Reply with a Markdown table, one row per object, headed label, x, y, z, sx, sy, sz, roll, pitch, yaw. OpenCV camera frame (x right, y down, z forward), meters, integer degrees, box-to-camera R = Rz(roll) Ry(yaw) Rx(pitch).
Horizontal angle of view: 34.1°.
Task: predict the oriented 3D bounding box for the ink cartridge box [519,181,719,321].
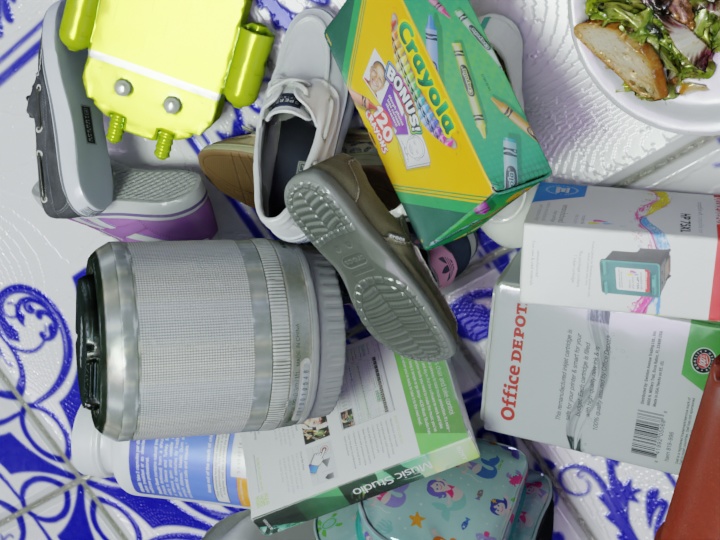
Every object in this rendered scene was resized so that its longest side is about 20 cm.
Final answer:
| label | x | y | z | sx | sy | sz | roll | pitch | yaw |
| --- | --- | --- | --- | --- | --- | --- | --- | --- | --- |
| ink cartridge box | 0.228 | -0.015 | 0.897 | 0.200 | 0.116 | 0.067 | 5 | 111 | 13 |

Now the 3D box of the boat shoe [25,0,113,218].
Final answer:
| label | x | y | z | sx | sy | sz | roll | pitch | yaw |
| --- | --- | --- | --- | --- | --- | --- | --- | --- | --- |
| boat shoe | -0.268 | -0.141 | 1.054 | 0.066 | 0.070 | 0.200 | -13 | 84 | 25 |

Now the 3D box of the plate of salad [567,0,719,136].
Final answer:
| label | x | y | z | sx | sy | sz | roll | pitch | yaw |
| --- | --- | --- | --- | --- | --- | --- | --- | --- | --- |
| plate of salad | 0.248 | -0.192 | 0.856 | 0.200 | 0.048 | 0.200 | 9 | 115 | 20 |

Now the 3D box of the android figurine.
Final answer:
| label | x | y | z | sx | sy | sz | roll | pitch | yaw |
| --- | --- | --- | --- | --- | --- | --- | --- | --- | --- |
| android figurine | -0.169 | -0.196 | 1.013 | 0.182 | 0.041 | 0.200 | 21 | 110 | 0 |

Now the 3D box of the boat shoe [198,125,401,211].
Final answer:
| label | x | y | z | sx | sy | sz | roll | pitch | yaw |
| --- | --- | --- | --- | --- | --- | --- | --- | --- | --- |
| boat shoe | -0.046 | -0.093 | 1.026 | 0.200 | 0.063 | 0.073 | 8 | 142 | 22 |

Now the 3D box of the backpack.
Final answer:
| label | x | y | z | sx | sy | sz | roll | pitch | yaw |
| --- | --- | --- | --- | --- | --- | --- | --- | --- | --- |
| backpack | 0.058 | 0.233 | 1.048 | 0.200 | 0.178 | 0.151 | 10 | 133 | 22 |

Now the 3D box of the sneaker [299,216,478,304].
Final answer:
| label | x | y | z | sx | sy | sz | roll | pitch | yaw |
| --- | --- | --- | --- | --- | --- | --- | --- | --- | --- |
| sneaker | 0.000 | 0.000 | 1.027 | 0.200 | 0.082 | 0.070 | -16 | 109 | 29 |

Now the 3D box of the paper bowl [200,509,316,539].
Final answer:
| label | x | y | z | sx | sy | sz | roll | pitch | yaw |
| --- | --- | --- | --- | --- | --- | --- | --- | --- | --- |
| paper bowl | -0.066 | 0.305 | 1.125 | 0.200 | 0.201 | 0.104 | 24 | 121 | 11 |

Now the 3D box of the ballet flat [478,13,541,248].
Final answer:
| label | x | y | z | sx | sy | sz | roll | pitch | yaw |
| --- | --- | --- | --- | --- | --- | --- | --- | --- | --- |
| ballet flat | 0.105 | -0.103 | 0.946 | 0.069 | 0.069 | 0.200 | 2 | 114 | 22 |

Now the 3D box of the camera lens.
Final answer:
| label | x | y | z | sx | sy | sz | roll | pitch | yaw |
| --- | --- | --- | --- | --- | --- | --- | --- | --- | --- |
| camera lens | -0.128 | 0.054 | 0.962 | 0.200 | 0.160 | 0.160 | -2 | 118 | -18 |

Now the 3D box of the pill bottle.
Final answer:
| label | x | y | z | sx | sy | sz | roll | pitch | yaw |
| --- | --- | --- | --- | --- | --- | --- | --- | --- | --- |
| pill bottle | -0.174 | 0.169 | 1.149 | 0.200 | 0.112 | 0.112 | 5 | 115 | 13 |

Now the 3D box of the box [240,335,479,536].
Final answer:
| label | x | y | z | sx | sy | sz | roll | pitch | yaw |
| --- | --- | --- | --- | --- | --- | --- | --- | --- | --- |
| box | -0.008 | 0.132 | 1.024 | 0.200 | 0.144 | 0.036 | -22 | 136 | 9 |

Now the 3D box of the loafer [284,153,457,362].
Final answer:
| label | x | y | z | sx | sy | sz | roll | pitch | yaw |
| --- | --- | --- | --- | --- | --- | --- | --- | --- | --- |
| loafer | 0.022 | -0.012 | 0.927 | 0.075 | 0.070 | 0.200 | -11 | 122 | 42 |

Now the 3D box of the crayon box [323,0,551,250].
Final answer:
| label | x | y | z | sx | sy | sz | roll | pitch | yaw |
| --- | --- | --- | --- | --- | --- | --- | --- | --- | --- |
| crayon box | 0.054 | -0.131 | 0.897 | 0.200 | 0.058 | 0.119 | 66 | 151 | 9 |

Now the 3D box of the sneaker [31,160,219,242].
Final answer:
| label | x | y | z | sx | sy | sz | roll | pitch | yaw |
| --- | --- | --- | --- | --- | --- | --- | --- | --- | --- |
| sneaker | -0.219 | -0.039 | 1.112 | 0.200 | 0.073 | 0.114 | 12 | 137 | 31 |

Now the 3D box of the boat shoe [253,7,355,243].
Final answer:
| label | x | y | z | sx | sy | sz | roll | pitch | yaw |
| --- | --- | --- | --- | --- | --- | --- | --- | --- | --- |
| boat shoe | -0.047 | -0.125 | 0.949 | 0.073 | 0.065 | 0.200 | -2 | 77 | 20 |

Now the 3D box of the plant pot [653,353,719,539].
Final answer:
| label | x | y | z | sx | sy | sz | roll | pitch | yaw |
| --- | --- | --- | --- | --- | --- | --- | --- | --- | --- |
| plant pot | 0.311 | 0.169 | 0.847 | 0.201 | 0.201 | 0.195 | 11 | 107 | 18 |

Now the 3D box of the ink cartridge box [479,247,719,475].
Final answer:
| label | x | y | z | sx | sy | sz | roll | pitch | yaw |
| --- | --- | --- | --- | --- | --- | --- | --- | --- | --- |
| ink cartridge box | 0.209 | 0.075 | 0.972 | 0.200 | 0.083 | 0.147 | 12 | 117 | 16 |
